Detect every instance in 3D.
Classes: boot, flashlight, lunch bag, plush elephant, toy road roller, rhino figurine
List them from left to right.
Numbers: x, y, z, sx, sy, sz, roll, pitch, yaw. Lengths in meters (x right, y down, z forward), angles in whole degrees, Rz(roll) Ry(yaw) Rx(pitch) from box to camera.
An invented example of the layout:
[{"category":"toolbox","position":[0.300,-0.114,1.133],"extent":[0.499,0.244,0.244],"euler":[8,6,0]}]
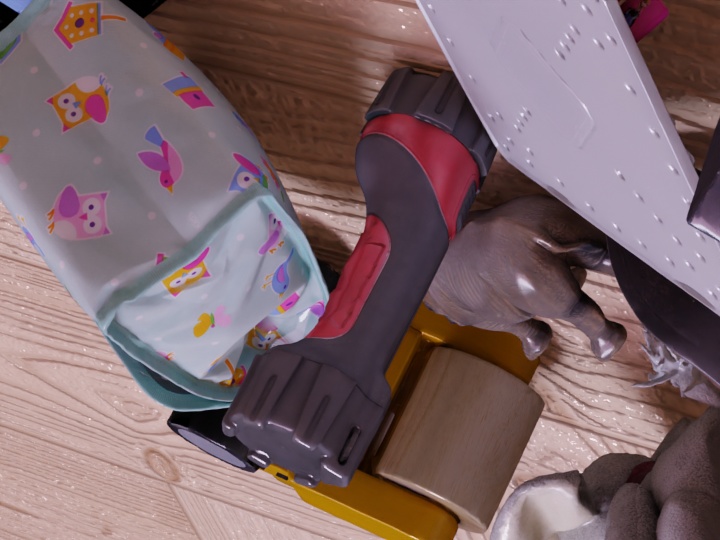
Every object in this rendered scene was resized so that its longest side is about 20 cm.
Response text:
[{"category":"lunch bag","position":[-0.099,-0.028,1.129],"extent":[0.170,0.122,0.200],"euler":[51,180,24]},{"category":"flashlight","position":[0.000,0.000,1.052],"extent":[0.068,0.200,0.068],"euler":[43,150,-25]},{"category":"toy road roller","position":[0.002,0.080,1.279],"extent":[0.199,0.123,0.146],"euler":[22,166,19]},{"category":"rhino figurine","position":[0.067,0.001,1.137],"extent":[0.087,0.060,0.200],"euler":[32,165,-20]},{"category":"plush elephant","position":[0.160,0.136,1.153],"extent":[0.201,0.164,0.155],"euler":[66,148,17]},{"category":"boot","position":[0.206,0.045,1.054],"extent":[0.188,0.069,0.200],"euler":[44,-174,32]}]

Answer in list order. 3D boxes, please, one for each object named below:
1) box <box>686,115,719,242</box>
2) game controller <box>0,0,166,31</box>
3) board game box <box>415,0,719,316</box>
[{"category":"box","position":[0.218,-0.035,0.768],"extent":[0.182,0.200,0.104],"euler":[32,109,3]},{"category":"game controller","position":[-0.151,-0.154,1.129],"extent":[0.104,0.042,0.200],"euler":[40,152,-15]},{"category":"board game box","position":[0.083,-0.083,0.937],"extent":[0.200,0.026,0.200],"euler":[42,167,49]}]
